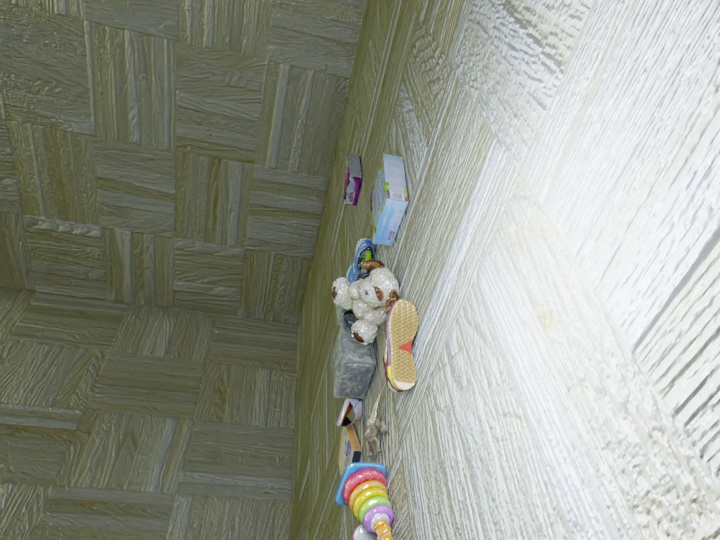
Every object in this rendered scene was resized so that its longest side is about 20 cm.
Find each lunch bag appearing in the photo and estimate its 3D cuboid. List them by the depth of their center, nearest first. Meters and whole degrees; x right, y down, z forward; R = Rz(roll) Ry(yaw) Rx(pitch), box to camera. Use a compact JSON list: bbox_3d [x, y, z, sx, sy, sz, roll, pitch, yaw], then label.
[{"bbox_3d":[-0.027,0.252,1.567,0.201,0.116,0.166,-102,21,-49],"label":"lunch bag"}]

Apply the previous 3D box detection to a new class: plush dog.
[{"bbox_3d":[0.041,0.069,1.380,0.172,0.159,0.201,-54,55,40],"label":"plush dog"}]

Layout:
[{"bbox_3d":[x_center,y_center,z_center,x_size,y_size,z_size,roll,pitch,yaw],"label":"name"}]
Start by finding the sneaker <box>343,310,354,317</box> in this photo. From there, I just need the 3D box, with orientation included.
[{"bbox_3d":[-0.019,0.186,1.746,0.201,0.074,0.117,-93,4,-77],"label":"sneaker"}]

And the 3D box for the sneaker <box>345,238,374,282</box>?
[{"bbox_3d":[0.000,0.000,1.719,0.089,0.077,0.203,-104,25,-70],"label":"sneaker"}]

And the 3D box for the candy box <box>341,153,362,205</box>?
[{"bbox_3d":[-0.038,-0.392,2.265,0.201,0.060,0.138,-94,16,-52],"label":"candy box"}]

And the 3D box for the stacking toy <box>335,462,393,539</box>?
[{"bbox_3d":[0.030,0.524,1.145,0.200,0.108,0.117,45,119,63],"label":"stacking toy"}]

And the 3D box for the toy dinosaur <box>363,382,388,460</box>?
[{"bbox_3d":[0.031,0.386,1.313,0.101,0.057,0.203,-140,59,-79],"label":"toy dinosaur"}]

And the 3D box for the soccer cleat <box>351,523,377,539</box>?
[{"bbox_3d":[0.018,0.665,1.160,0.086,0.069,0.203,-159,69,-67],"label":"soccer cleat"}]

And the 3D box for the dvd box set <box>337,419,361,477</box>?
[{"bbox_3d":[-0.035,0.566,1.606,0.200,0.029,0.149,-136,54,-76],"label":"dvd box set"}]

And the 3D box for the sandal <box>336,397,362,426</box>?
[{"bbox_3d":[-0.020,0.419,1.591,0.207,0.059,0.080,-10,-59,-79],"label":"sandal"}]

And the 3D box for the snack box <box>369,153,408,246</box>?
[{"bbox_3d":[0.077,-0.200,1.482,0.170,0.067,0.202,109,164,-46],"label":"snack box"}]

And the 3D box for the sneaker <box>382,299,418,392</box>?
[{"bbox_3d":[0.080,0.166,1.168,0.090,0.074,0.203,135,143,-64],"label":"sneaker"}]

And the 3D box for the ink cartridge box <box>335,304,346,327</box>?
[{"bbox_3d":[-0.054,0.114,1.971,0.201,0.058,0.105,-100,20,-59],"label":"ink cartridge box"}]
